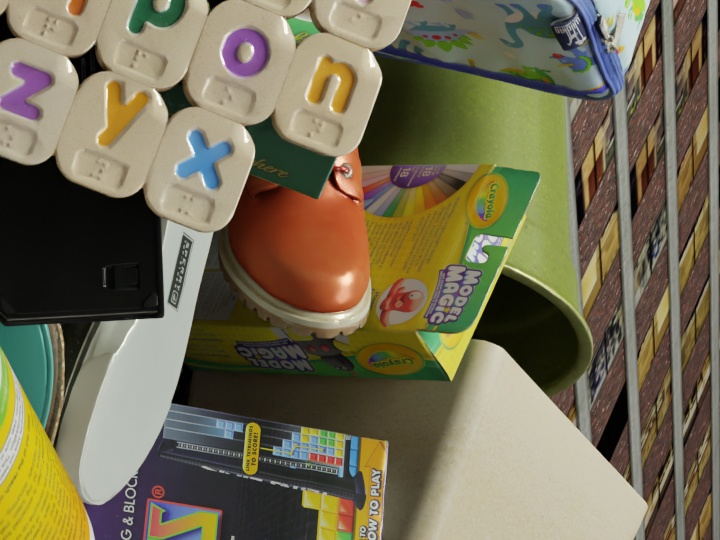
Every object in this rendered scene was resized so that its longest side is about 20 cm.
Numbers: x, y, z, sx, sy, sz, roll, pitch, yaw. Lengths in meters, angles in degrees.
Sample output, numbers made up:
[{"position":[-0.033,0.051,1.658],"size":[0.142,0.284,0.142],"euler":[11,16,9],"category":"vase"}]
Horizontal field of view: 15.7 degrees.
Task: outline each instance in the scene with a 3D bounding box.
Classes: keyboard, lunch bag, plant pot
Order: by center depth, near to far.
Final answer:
[{"position":[-0.102,-0.079,1.113],"size":[0.021,0.126,0.201],"euler":[180,-92,-81],"category":"keyboard"},{"position":[0.054,-0.162,1.416],"size":[0.161,0.199,0.083],"euler":[54,54,-66],"category":"lunch bag"},{"position":[0.010,0.160,1.427],"size":[0.200,0.199,0.178],"euler":[46,56,-45],"category":"plant pot"},{"position":[0.050,-0.046,1.553],"size":[0.200,0.199,0.191],"euler":[69,27,-59],"category":"plant pot"}]

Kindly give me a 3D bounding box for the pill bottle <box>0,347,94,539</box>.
[{"position":[-0.174,0.104,1.080],"size":[0.111,0.111,0.200],"euler":[-64,152,-31],"category":"pill bottle"}]

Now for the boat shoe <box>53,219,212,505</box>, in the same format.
[{"position":[-0.120,0.016,1.256],"size":[0.071,0.063,0.201],"euler":[56,46,-59],"category":"boat shoe"}]

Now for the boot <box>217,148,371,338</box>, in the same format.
[{"position":[-0.032,-0.058,1.324],"size":[0.200,0.075,0.108],"euler":[-105,-157,-44],"category":"boot"}]

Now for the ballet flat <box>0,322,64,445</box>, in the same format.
[{"position":[-0.171,0.079,1.192],"size":[0.065,0.070,0.201],"euler":[-99,-164,-65],"category":"ballet flat"}]

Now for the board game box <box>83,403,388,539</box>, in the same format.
[{"position":[-0.077,0.169,1.264],"size":[0.057,0.165,0.201],"euler":[131,-33,-61],"category":"board game box"}]

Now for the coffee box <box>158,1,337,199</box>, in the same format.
[{"position":[-0.050,-0.132,1.209],"size":[0.044,0.122,0.201],"euler":[117,-11,-46],"category":"coffee box"}]

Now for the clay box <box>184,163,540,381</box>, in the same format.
[{"position":[0.000,0.000,1.378],"size":[0.048,0.199,0.115],"euler":[57,48,-40],"category":"clay box"}]

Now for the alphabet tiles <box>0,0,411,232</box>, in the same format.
[{"position":[-0.080,-0.124,1.099],"size":[0.015,0.199,0.196],"euler":[166,-57,-79],"category":"alphabet tiles"}]
